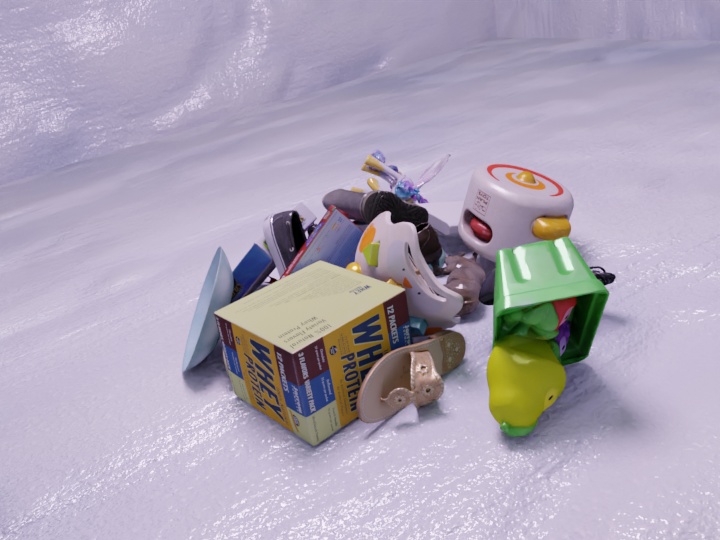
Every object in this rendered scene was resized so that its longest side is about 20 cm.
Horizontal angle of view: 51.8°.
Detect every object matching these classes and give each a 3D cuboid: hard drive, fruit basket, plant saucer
[{"bbox_3d":[0.213,-0.105,1.434,0.196,0.027,0.131,-7,25,-29],"label":"hard drive"},{"bbox_3d":[0.218,0.094,0.905,0.151,0.220,0.217,-10,23,3],"label":"fruit basket"},{"bbox_3d":[-0.234,0.064,1.167,0.038,0.205,0.202,16,18,-16],"label":"plant saucer"}]

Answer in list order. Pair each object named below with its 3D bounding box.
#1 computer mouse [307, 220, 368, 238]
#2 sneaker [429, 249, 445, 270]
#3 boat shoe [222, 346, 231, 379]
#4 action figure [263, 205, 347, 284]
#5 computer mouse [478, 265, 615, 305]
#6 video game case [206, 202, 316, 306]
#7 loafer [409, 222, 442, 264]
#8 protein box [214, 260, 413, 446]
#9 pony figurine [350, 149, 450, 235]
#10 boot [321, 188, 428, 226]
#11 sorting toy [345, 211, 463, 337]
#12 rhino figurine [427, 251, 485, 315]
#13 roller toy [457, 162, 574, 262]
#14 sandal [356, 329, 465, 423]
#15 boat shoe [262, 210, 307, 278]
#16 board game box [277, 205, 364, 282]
[{"bbox_3d":[-0.022,-0.061,1.446,0.197,0.111,0.044,-17,49,-32],"label":"computer mouse"},{"bbox_3d":[0.100,-0.058,1.389,0.197,0.080,0.139,15,30,36],"label":"sneaker"},{"bbox_3d":[-0.166,0.096,1.165,0.067,0.076,0.201,-8,26,8],"label":"boat shoe"},{"bbox_3d":[-0.102,-0.020,1.263,0.097,0.204,0.065,22,-1,2],"label":"action figure"},{"bbox_3d":[0.251,0.013,1.064,0.196,0.054,0.138,-2,-14,-28],"label":"computer mouse"},{"bbox_3d":[-0.178,-0.010,1.298,0.200,0.045,0.182,-47,2,33],"label":"video game case"},{"bbox_3d":[0.035,-0.042,1.218,0.195,0.073,0.073,-11,25,0],"label":"loafer"},{"bbox_3d":[-0.060,0.103,1.027,0.196,0.138,0.198,-27,28,-33],"label":"protein box"},{"bbox_3d":[0.090,-0.166,1.529,0.197,0.168,0.195,28,43,-4],"label":"pony figurine"},{"bbox_3d":[0.003,-0.117,1.327,0.198,0.074,0.180,25,5,41],"label":"boot"},{"bbox_3d":[0.071,0.010,1.041,0.106,0.202,0.180,-34,0,-23],"label":"sorting toy"},{"bbox_3d":[0.162,0.015,1.220,0.085,0.061,0.201,-3,23,14],"label":"rhino figurine"},{"bbox_3d":[0.265,-0.100,1.268,0.178,0.143,0.201,17,26,7],"label":"roller toy"},{"bbox_3d":[0.087,0.135,0.964,0.069,0.080,0.210,4,22,44],"label":"sandal"},{"bbox_3d":[-0.087,-0.002,1.182,0.065,0.204,0.070,-17,7,29],"label":"boat shoe"},{"bbox_3d":[-0.065,0.012,1.147,0.202,0.102,0.019,-54,31,-2],"label":"board game box"}]
